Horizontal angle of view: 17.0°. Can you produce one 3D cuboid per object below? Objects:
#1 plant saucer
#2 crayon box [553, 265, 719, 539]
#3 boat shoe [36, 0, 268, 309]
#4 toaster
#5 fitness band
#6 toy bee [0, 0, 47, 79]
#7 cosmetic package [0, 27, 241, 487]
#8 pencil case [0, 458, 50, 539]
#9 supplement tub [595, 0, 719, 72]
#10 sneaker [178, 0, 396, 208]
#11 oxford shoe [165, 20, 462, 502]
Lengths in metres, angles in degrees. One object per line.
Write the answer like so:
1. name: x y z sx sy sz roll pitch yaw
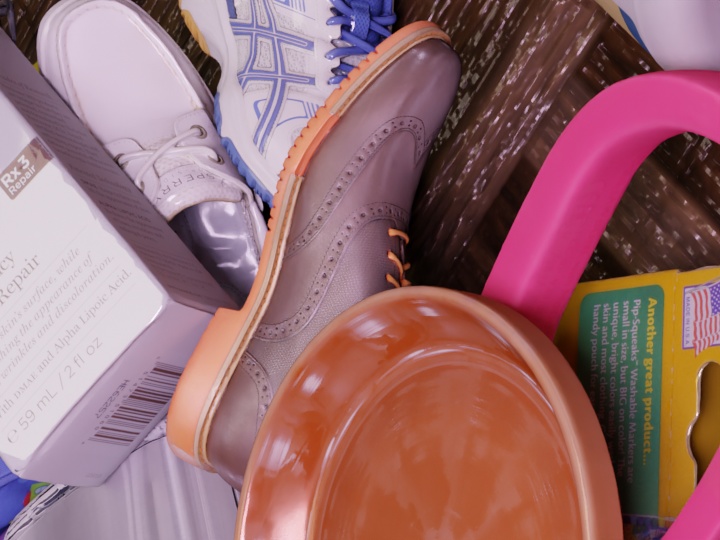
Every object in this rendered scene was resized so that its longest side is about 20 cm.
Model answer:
1. plant saucer: 0.023 0.106 0.847 0.200 0.032 0.201 -11 76 51
2. crayon box: 0.083 0.071 0.907 0.200 0.051 0.126 -9 74 48
3. boat shoe: -0.076 -0.033 1.043 0.200 0.071 0.069 62 170 -3
4. toaster: -0.082 0.149 1.032 0.200 0.113 0.129 -38 50 37
5. fitness band: 0.099 0.027 0.809 0.144 0.037 0.200 57 137 36
6. toy bee: -0.130 -0.051 1.162 0.200 0.108 0.131 154 111 -70
7. cosmetic package: -0.149 -0.016 0.998 0.102 0.074 0.200 -48 66 10
8. pencil case: -0.215 0.054 1.123 0.087 0.078 0.200 -47 65 15
9. supplement tub: 0.115 -0.167 0.858 0.145 0.144 0.200 -58 44 21
10. sneaker: -0.019 -0.097 1.050 0.088 0.075 0.200 -47 50 27
11. oxford shoe: 0.000 0.000 0.949 0.073 0.071 0.200 29 97 28
